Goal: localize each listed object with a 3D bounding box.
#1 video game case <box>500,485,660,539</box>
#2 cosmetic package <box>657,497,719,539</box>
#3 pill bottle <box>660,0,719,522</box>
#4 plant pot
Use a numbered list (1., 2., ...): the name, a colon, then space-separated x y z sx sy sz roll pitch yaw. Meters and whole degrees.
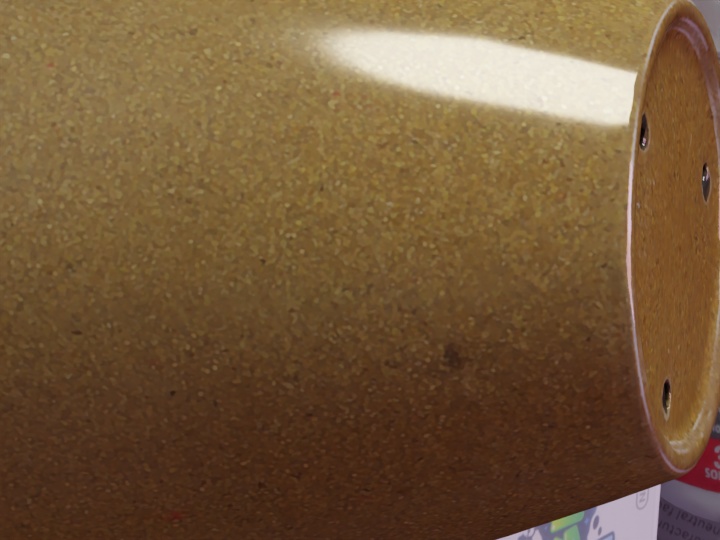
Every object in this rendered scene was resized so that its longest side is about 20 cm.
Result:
1. video game case: 0.029 0.130 0.888 0.182 0.024 0.200 -18 117 -47
2. cosmetic package: 0.178 0.144 1.146 0.165 0.165 0.200 -64 157 -6
3. pill bottle: 0.138 -0.022 0.976 0.111 0.111 0.200 -62 150 -53
4. plant pot: -0.030 -0.006 0.591 0.186 0.200 0.187 1 90 -72
